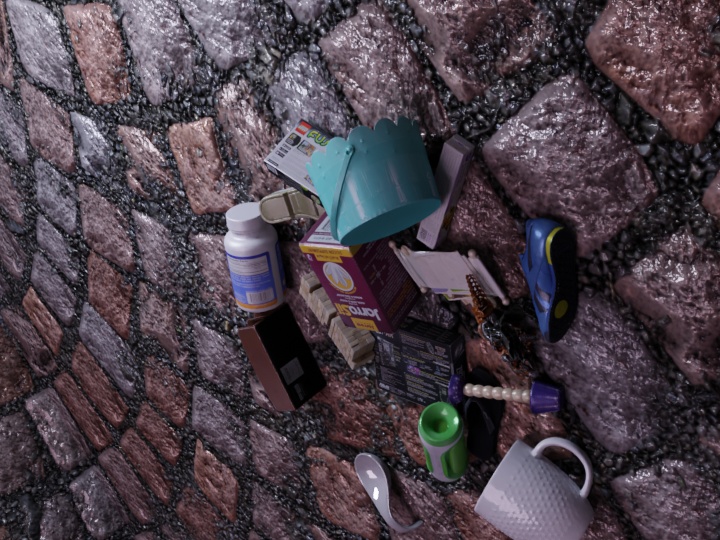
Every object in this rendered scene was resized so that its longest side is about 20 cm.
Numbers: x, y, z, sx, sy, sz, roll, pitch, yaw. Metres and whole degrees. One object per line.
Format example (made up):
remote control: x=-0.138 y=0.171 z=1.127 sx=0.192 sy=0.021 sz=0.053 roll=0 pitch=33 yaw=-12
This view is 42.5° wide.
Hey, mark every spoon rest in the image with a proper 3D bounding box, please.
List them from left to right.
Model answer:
spoon rest: x=0.053 y=0.477 z=1.977 sx=0.202 sy=0.060 sz=0.099 roll=54 pitch=141 yaw=2

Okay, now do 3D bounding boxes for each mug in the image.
mug: x=0.318 y=0.382 z=1.591 sx=0.174 sy=0.147 sz=0.203 roll=33 pitch=106 yaw=17

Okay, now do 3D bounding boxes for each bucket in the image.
bucket: x=0.024 y=-0.135 z=1.456 sx=0.206 sy=0.204 sz=0.137 roll=-34 pitch=73 yaw=51

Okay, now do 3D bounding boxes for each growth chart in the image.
growth chart: x=0.150 y=0.009 z=1.562 sx=0.197 sy=0.018 sz=0.146 roll=6 pitch=141 yaw=43

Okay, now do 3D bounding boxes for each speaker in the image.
speaker: x=0.154 y=0.318 z=1.698 sx=0.088 sy=0.089 sz=0.201 roll=31 pitch=158 yaw=27

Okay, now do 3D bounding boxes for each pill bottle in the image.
pill bottle: x=-0.215 y=-0.029 z=1.872 sx=0.111 sy=0.111 sz=0.204 roll=16 pitch=126 yaw=38

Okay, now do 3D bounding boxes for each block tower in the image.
block tower: x=-0.044 y=0.090 z=1.783 sx=0.201 sy=0.053 sz=0.058 roll=54 pitch=152 yaw=24

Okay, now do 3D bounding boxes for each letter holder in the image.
letter holder: x=-0.187 y=0.192 z=2.003 sx=0.141 sy=0.100 sz=0.203 roll=-13 pitch=106 yaw=51

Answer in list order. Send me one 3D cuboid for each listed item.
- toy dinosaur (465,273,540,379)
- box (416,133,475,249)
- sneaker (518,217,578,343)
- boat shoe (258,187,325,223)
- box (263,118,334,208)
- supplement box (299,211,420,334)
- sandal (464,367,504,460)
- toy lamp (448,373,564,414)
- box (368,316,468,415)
toy dinosaur: x=0.231 y=0.098 z=1.509 sx=0.198 sy=0.104 sz=0.135 roll=33 pitch=164 yaw=-19
box: x=0.137 y=-0.124 z=1.499 sx=0.041 sy=0.039 sz=0.203 roll=34 pitch=136 yaw=22
sneaker: x=0.286 y=0.013 z=1.426 sx=0.078 sy=0.065 sz=0.204 roll=25 pitch=132 yaw=47
boat shoe: x=-0.089 y=-0.132 z=1.705 sx=0.196 sy=0.068 sz=0.076 roll=-1 pitch=112 yaw=23
box: x=-0.062 y=-0.175 z=1.613 sx=0.198 sy=0.110 sz=0.035 roll=34 pitch=163 yaw=25
supplement box: x=0.000 y=0.000 z=1.639 sx=0.129 sy=0.104 sz=0.202 roll=5 pitch=135 yaw=43
sandal: x=0.220 y=0.268 z=1.676 sx=0.075 sy=0.043 sz=0.204 roll=20 pitch=128 yaw=36
toy lamp: x=0.248 y=0.209 z=1.576 sx=0.196 sy=0.058 sz=0.059 roll=3 pitch=119 yaw=28
box: x=0.108 y=0.172 z=1.726 sx=0.197 sy=0.043 sz=0.163 roll=15 pitch=126 yaw=39
